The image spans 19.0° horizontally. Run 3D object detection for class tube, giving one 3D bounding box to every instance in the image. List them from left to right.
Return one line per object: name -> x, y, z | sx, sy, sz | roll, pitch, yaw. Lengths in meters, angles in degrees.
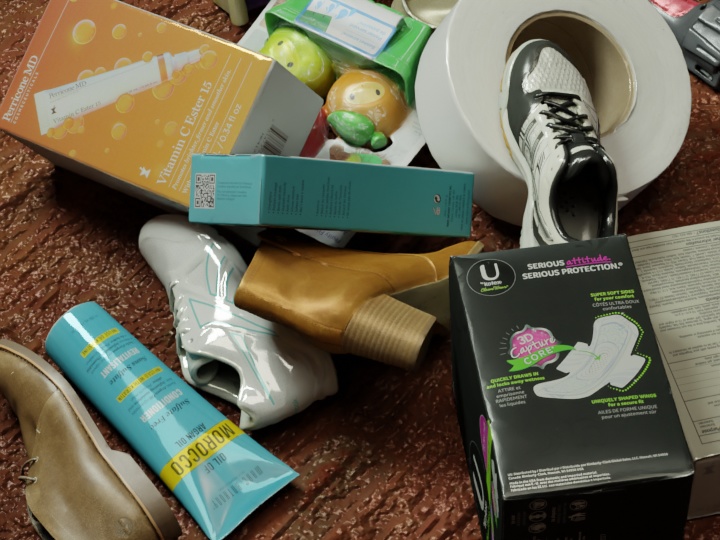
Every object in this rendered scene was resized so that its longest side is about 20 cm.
tube -> -0.137, 0.102, 1.488 | 0.077, 0.050, 0.200 | -40, 65, -20

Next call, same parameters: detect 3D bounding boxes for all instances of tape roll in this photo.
tape roll -> 0.145, -0.132, 1.618 | 0.202, 0.071, 0.203 | 7, 68, -18

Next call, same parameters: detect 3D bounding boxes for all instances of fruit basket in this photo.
fruit basket -> -0.037, -0.128, 1.652 | 0.185, 0.094, 0.200 | 27, 58, 22

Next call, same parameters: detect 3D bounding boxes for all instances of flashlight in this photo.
flashlight -> 0.242, -0.234, 1.759 | 0.068, 0.068, 0.200 | -35, 56, -23

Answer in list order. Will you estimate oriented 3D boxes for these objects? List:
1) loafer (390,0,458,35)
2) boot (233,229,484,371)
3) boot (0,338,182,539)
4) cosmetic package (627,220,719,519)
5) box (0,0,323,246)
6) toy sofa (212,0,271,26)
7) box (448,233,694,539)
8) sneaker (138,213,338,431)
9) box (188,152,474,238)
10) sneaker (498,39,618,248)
loafer -> 0.123, -0.216, 1.741 | 0.199, 0.068, 0.076 | 4, 49, 3
boot -> 0.000, 0.001, 1.508 | 0.144, 0.071, 0.201 | 23, 24, 10
boot -> -0.208, 0.126, 1.452 | 0.075, 0.074, 0.200 | -36, 60, -15
cosmetic package -> 0.242, 0.065, 1.497 | 0.103, 0.073, 0.200 | -9, 50, -8
box -> -0.150, -0.117, 1.594 | 0.200, 0.097, 0.125 | 22, 85, 26
toy sofa -> -0.027, -0.272, 1.767 | 0.199, 0.083, 0.098 | -22, 34, -19
box -> 0.133, 0.102, 1.415 | 0.124, 0.149, 0.200 | -6, 50, -3
sneaker -> -0.105, 0.033, 1.528 | 0.080, 0.071, 0.200 | -33, 57, -22
box -> -0.018, -0.052, 1.520 | 0.200, 0.049, 0.082 | 2, 1, -41
sneaker -> 0.150, -0.079, 1.511 | 0.075, 0.088, 0.201 | -2, 70, -18
